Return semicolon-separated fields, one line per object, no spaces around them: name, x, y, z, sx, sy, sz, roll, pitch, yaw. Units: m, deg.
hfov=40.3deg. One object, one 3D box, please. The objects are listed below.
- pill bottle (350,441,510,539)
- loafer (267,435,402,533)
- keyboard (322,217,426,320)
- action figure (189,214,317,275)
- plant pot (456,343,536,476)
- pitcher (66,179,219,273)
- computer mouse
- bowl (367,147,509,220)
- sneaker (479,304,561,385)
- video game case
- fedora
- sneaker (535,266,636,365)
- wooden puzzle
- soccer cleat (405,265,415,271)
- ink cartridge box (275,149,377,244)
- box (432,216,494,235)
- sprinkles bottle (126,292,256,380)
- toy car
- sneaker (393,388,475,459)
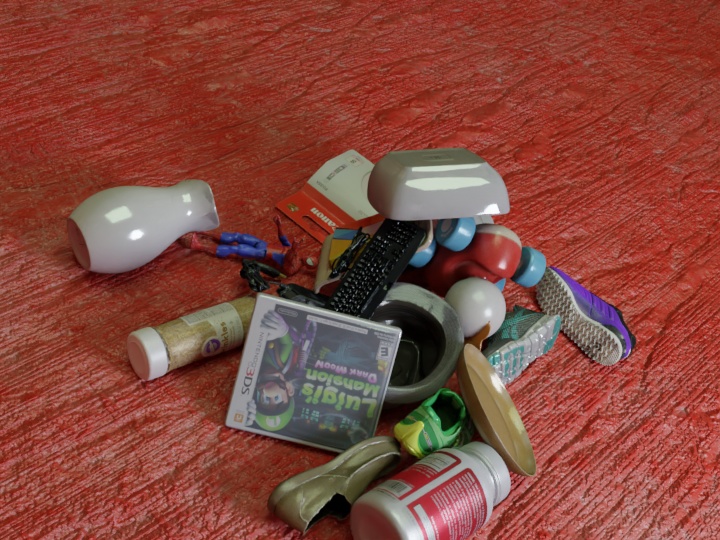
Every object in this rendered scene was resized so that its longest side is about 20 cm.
pill bottle;0.093;0.294;1.232;0.199;0.113;0.112;-22;56;-37
loafer;-0.022;0.275;1.241;0.199;0.076;0.068;-22;59;-29
keyboard;0.000;0.000;1.389;0.104;0.040;0.200;24;71;34
action figure;-0.156;-0.052;1.518;0.199;0.099;0.065;17;42;-8
plant pot;0.183;0.196;1.355;0.200;0.027;0.200;55;16;-23
pitcher;-0.336;-0.073;1.464;0.199;0.122;0.171;-23;16;-30
computer mouse;-0.096;0.044;1.473;0.199;0.046;0.140;21;9;-24
bowl;0.113;-0.134;1.468;0.198;0.075;0.200;-4;19;-9
sneaker;0.224;0.112;1.522;0.091;0.078;0.200;27;36;33
video game case;-0.063;0.141;1.300;0.199;0.183;0.023;14;6;-6
fedora;0.050;0.123;1.412;0.176;0.091;0.200;25;51;10
sneaker;0.377;0.070;1.621;0.099;0.070;0.200;-13;55;-41
wooden puzzle;0.017;-0.049;1.500;0.199;0.037;0.185;-24;21;12
soccer cleat;0.023;-0.007;1.573;0.083;0.065;0.200;23;39;30
ink cartridge box;-0.020;-0.119;1.677;0.162;0.057;0.200;38;40;19
box;0.151;-0.085;1.663;0.199;0.041;0.156;18;37;-32
sprinkles bottle;-0.221;0.089;1.360;0.199;0.068;0.068;-19;54;-36
toy car;0.163;0.040;1.504;0.184;0.177;0.201;26;60;-29
sneaker;0.120;0.205;1.330;0.074;0.084;0.200;50;22;16
